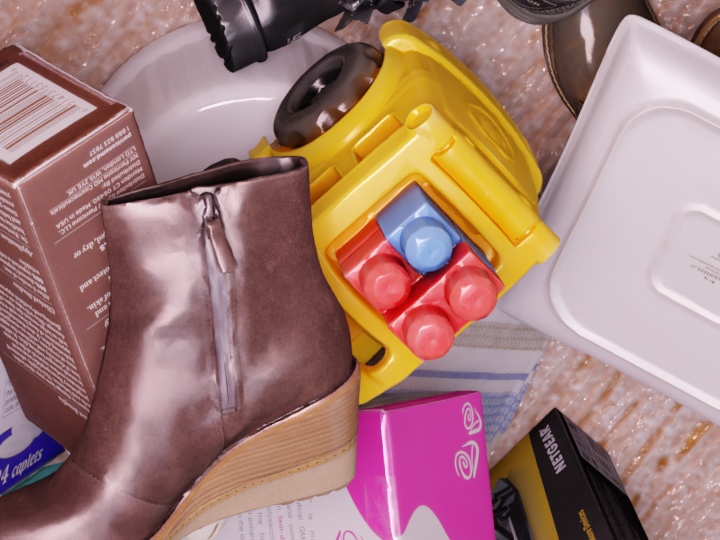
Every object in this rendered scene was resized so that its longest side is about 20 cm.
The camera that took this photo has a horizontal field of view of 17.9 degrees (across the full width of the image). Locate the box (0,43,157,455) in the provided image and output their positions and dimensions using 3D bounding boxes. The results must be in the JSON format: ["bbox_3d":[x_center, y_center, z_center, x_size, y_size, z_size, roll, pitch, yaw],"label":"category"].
[{"bbox_3d":[-0.135,0.002,1.088,0.075,0.100,0.200,-35,133,-26],"label":"box"}]

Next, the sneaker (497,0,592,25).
[{"bbox_3d":[0.156,-0.212,1.202,0.199,0.114,0.076,-41,95,-6],"label":"sneaker"}]

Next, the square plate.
[{"bbox_3d":[0.188,-0.007,1.212,0.200,0.028,0.198,28,123,8],"label":"square plate"}]

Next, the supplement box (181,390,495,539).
[{"bbox_3d":[-0.037,0.123,1.239,0.200,0.103,0.102,-4,91,35],"label":"supplement box"}]

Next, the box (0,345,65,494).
[{"bbox_3d":[-0.236,-0.009,1.214,0.183,0.105,0.201,18,114,21],"label":"box"}]

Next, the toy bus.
[{"bbox_3d":[0.000,0.000,1.137,0.200,0.192,0.136,-41,114,11],"label":"toy bus"}]

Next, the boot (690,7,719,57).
[{"bbox_3d":[0.220,-0.052,1.313,0.073,0.076,0.201,-1,112,-5],"label":"boot"}]

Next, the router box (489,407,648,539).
[{"bbox_3d":[0.094,0.189,1.331,0.052,0.200,0.157,40,102,-20],"label":"router box"}]

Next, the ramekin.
[{"bbox_3d":[-0.060,-0.033,1.273,0.200,0.098,0.201,-3,113,-7],"label":"ramekin"}]

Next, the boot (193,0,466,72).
[{"bbox_3d":[-0.030,-0.213,1.211,0.162,0.073,0.199,-25,92,-12],"label":"boot"}]

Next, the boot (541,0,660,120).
[{"bbox_3d":[0.156,-0.087,1.269,0.074,0.097,0.201,-18,107,-8],"label":"boot"}]

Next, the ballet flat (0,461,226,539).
[{"bbox_3d":[-0.104,0.117,1.195,0.200,0.067,0.064,-20,110,32],"label":"ballet flat"}]

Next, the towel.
[{"bbox_3d":[0.054,0.059,1.325,0.147,0.024,0.200,3,120,-52],"label":"towel"}]

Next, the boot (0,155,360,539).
[{"bbox_3d":[-0.101,0.044,1.034,0.199,0.072,0.167,-17,113,-12],"label":"boot"}]
